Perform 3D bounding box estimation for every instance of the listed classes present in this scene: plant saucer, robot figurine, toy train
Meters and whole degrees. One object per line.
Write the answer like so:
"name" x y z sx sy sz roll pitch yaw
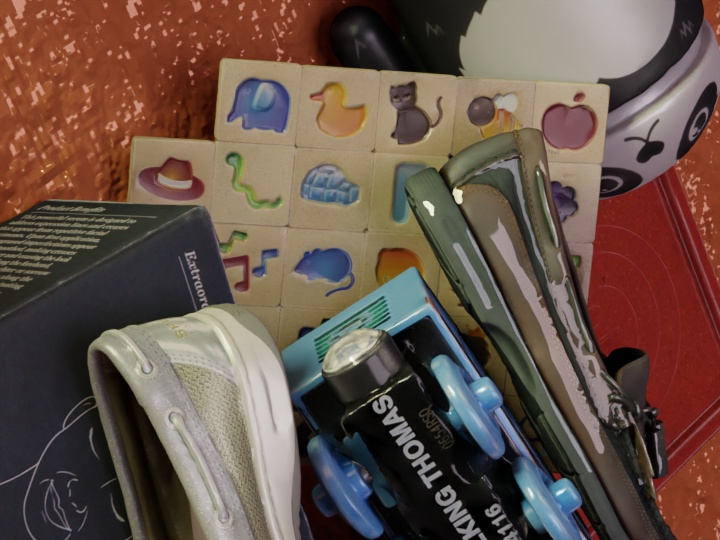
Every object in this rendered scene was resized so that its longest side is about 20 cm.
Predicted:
"plant saucer" 0.105 0.033 1.286 0.200 0.037 0.200 -40 118 -34
"robot figurine" 0.078 -0.123 1.190 0.200 0.150 0.125 60 40 -26
"toy train" 0.045 0.098 1.104 0.087 0.114 0.200 -33 107 7

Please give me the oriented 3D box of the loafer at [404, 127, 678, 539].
"loafer" 0.090 0.036 1.125 0.063 0.072 0.200 -31 105 -1

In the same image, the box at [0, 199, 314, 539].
"box" -0.137 0.079 1.021 0.200 0.107 0.149 -30 112 -36

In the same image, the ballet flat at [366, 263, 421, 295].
"ballet flat" 0.034 0.078 1.195 0.071 0.071 0.201 -33 112 -36

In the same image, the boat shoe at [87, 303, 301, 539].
"boat shoe" -0.054 0.116 0.983 0.065 0.074 0.203 -10 96 -35

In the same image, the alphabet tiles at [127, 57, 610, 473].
"alphabet tiles" 0.000 0.000 1.137 0.199 0.008 0.168 3 101 -14
